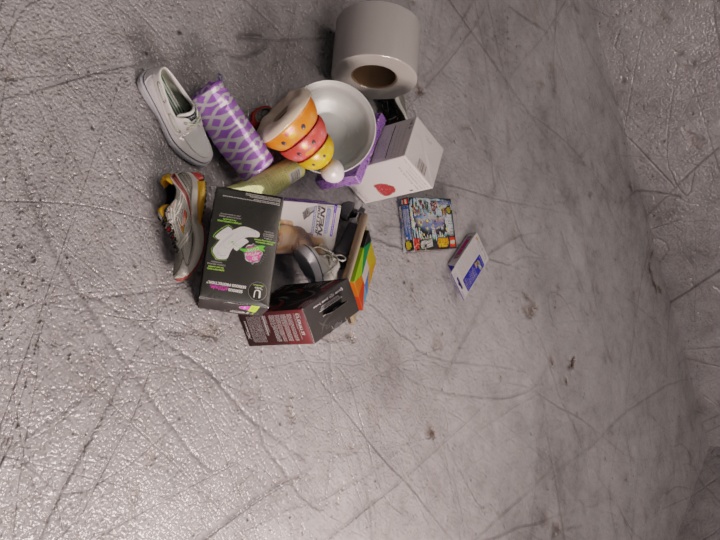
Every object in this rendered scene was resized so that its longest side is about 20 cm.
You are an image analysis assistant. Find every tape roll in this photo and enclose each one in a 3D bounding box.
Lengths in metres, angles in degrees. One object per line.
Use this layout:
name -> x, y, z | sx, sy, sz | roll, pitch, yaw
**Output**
tape roll -> 0.036, -0.506, 1.752 | 0.202, 0.202, 0.140 | 20, 68, -46

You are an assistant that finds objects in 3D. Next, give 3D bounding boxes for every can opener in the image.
can opener -> -0.036, -0.085, 1.685 | 0.200, 0.067, 0.054 | -67, 174, -48

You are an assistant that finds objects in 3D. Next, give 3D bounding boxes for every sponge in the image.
sponge -> -0.019, -0.271, 1.711 | 0.030, 0.111, 0.201 | 50, 49, -38

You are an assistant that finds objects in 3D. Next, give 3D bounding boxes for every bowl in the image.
bowl -> -0.070, -0.304, 1.643 | 0.200, 0.090, 0.202 | 0, 91, -6

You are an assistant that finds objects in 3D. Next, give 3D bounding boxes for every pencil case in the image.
pencil case -> -0.249, -0.270, 1.455 | 0.201, 0.084, 0.086 | 58, 5, -19

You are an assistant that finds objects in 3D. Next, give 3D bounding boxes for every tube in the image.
tube -> -0.195, -0.173, 1.539 | 0.058, 0.052, 0.200 | 38, 49, 14

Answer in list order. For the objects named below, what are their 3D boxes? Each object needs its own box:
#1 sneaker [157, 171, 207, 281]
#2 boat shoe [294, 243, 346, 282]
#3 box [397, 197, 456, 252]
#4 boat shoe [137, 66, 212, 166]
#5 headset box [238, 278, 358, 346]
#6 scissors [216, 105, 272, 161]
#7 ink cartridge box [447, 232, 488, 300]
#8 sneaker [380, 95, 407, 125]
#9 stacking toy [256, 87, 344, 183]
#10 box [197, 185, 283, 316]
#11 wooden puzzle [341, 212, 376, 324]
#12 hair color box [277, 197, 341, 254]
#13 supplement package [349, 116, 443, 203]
sneaker -> -0.326, -0.080, 1.352 | 0.082, 0.078, 0.201 | 6, 75, -34
boat shoe -> -0.071, -0.010, 1.563 | 0.086, 0.075, 0.202 | -41, 149, -11
box -> 0.176, -0.119, 1.972 | 0.199, 0.040, 0.138 | -6, 89, -51
boat shoe -> -0.327, -0.277, 1.379 | 0.200, 0.067, 0.074 | 54, 47, -29
headset box -> -0.112, 0.081, 1.467 | 0.148, 0.199, 0.075 | -33, 111, -47
scissors -> -0.235, -0.280, 1.535 | 0.200, 0.014, 0.074 | -35, 112, -46
ink cartridge box -> 0.293, -0.012, 2.098 | 0.095, 0.037, 0.200 | 61, 41, -24
sneaker -> 0.088, -0.409, 1.898 | 0.079, 0.074, 0.201 | -28, 104, -54
stacking toy -> -0.101, -0.258, 1.546 | 0.200, 0.146, 0.147 | 43, 52, -25
box -> -0.218, -0.029, 1.363 | 0.124, 0.149, 0.201 | 10, 78, -11
wooden puzzle -> 0.000, 0.000, 1.663 | 0.200, 0.037, 0.186 | 82, 21, -61
hair color box -> -0.133, -0.092, 1.558 | 0.199, 0.065, 0.110 | -1, 104, -49
supplement package -> 0.068, -0.250, 1.742 | 0.121, 0.199, 0.120 | 42, 53, -37
